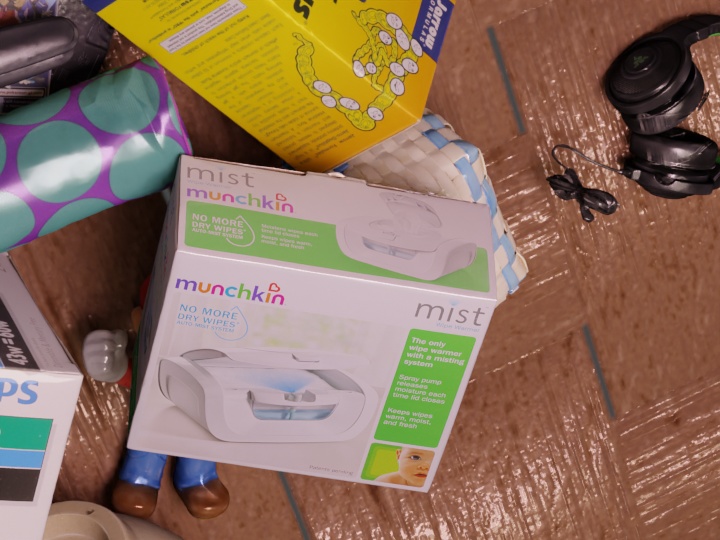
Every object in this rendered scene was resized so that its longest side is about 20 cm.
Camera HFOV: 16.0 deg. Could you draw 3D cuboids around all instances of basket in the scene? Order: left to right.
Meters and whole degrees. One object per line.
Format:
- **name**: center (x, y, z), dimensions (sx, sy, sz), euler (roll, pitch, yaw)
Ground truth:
- **basket**: center (0.000, 0.000, 1.709), dimensions (0.200, 0.139, 0.176), euler (-36, 130, -18)

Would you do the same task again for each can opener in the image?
- **can opener**: center (-0.265, -0.111, 1.544), dimensions (0.200, 0.063, 0.079), euler (-22, 93, -20)

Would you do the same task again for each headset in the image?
- **headset**: center (0.218, -0.098, 1.784), dimensions (0.200, 0.094, 0.124), euler (-27, 121, -21)

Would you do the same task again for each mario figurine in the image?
- **mario figurine**: center (-0.120, 0.087, 1.727), dimensions (0.123, 0.106, 0.200), euler (-27, 134, -45)

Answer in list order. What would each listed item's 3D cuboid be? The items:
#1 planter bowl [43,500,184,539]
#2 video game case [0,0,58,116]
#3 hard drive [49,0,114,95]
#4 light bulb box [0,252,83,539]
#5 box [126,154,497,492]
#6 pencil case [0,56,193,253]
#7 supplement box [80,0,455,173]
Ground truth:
- **planter bowl**: center (-0.183, 0.240, 1.708), dimensions (0.200, 0.200, 0.135), euler (-32, 132, -5)
- **video game case**: center (-0.291, -0.114, 1.576), dimensions (0.200, 0.023, 0.182), euler (0, 114, -20)
- **hard drive**: center (-0.252, -0.168, 1.600), dimensions (0.200, 0.038, 0.140), euler (19, 105, -28)
- **light bulb box**: center (-0.278, 0.105, 1.622), dimensions (0.125, 0.198, 0.200), euler (6, 113, -26)
- **box**: center (-0.032, 0.033, 1.596), dimensions (0.200, 0.097, 0.177), euler (10, 132, -10)
- **pencil case**: center (-0.202, -0.059, 1.571), dimensions (0.200, 0.092, 0.085), euler (-23, 84, -12)
- **supplement box**: center (-0.055, -0.169, 1.602), dimensions (0.200, 0.109, 0.109), euler (37, 140, -26)
